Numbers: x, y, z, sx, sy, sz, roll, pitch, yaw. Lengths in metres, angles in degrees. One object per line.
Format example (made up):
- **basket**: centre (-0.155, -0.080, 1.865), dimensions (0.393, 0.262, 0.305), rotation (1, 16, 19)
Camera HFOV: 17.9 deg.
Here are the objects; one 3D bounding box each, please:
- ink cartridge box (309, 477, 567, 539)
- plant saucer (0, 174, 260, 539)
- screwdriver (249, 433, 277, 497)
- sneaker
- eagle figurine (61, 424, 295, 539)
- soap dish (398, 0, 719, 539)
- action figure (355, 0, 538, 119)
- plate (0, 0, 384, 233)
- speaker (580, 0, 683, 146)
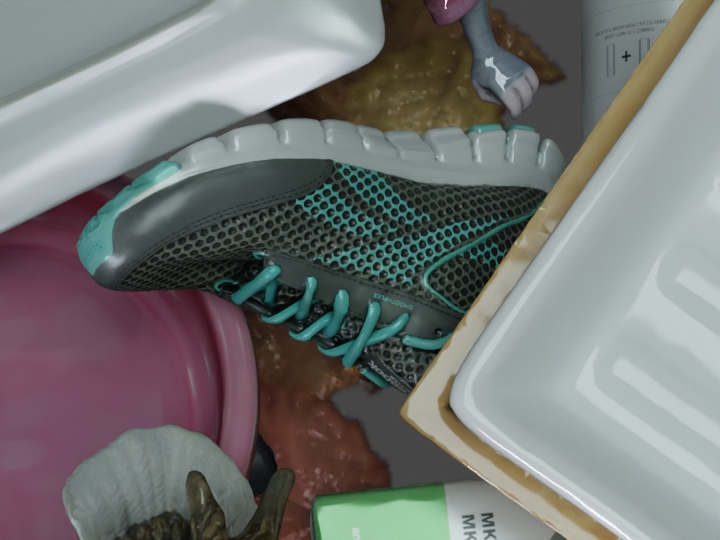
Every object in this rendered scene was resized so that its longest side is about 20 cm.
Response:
- **ink cartridge box**: centre (0.087, 0.141, 0.812), dimensions (0.199, 0.084, 0.147), rotation (-7, 82, -3)
- **plant saucer**: centre (-0.133, 0.055, 0.821), dimensions (0.200, 0.051, 0.201), rotation (-2, 68, 4)
- **screwdriver**: centre (-0.120, 0.114, 0.846), dimensions (0.200, 0.028, 0.029), rotation (-30, 112, 1)
- **sneaker**: centre (0.000, 0.000, 0.796), dimensions (0.199, 0.078, 0.092), rotation (-4, 68, -32)
- **eagle figurine**: centre (-0.077, 0.162, 0.720), dimensions (0.152, 0.151, 0.200), rotation (39, 117, 16)
- **soap dish**: centre (0.130, 0.014, 0.752), dimensions (0.157, 0.081, 0.200), rotation (35, 79, 3)
- **action figure**: centre (0.012, -0.148, 0.821), dimensions (0.134, 0.149, 0.200), rotation (16, 53, 17)
- **plate**: centre (-0.095, -0.126, 0.805), dimensions (0.199, 0.032, 0.201), rotation (-23, 61, 25)
- **speaker**: centre (0.120, -0.034, 0.843), dimensions (0.081, 0.081, 0.201), rotation (0, 81, -1)
